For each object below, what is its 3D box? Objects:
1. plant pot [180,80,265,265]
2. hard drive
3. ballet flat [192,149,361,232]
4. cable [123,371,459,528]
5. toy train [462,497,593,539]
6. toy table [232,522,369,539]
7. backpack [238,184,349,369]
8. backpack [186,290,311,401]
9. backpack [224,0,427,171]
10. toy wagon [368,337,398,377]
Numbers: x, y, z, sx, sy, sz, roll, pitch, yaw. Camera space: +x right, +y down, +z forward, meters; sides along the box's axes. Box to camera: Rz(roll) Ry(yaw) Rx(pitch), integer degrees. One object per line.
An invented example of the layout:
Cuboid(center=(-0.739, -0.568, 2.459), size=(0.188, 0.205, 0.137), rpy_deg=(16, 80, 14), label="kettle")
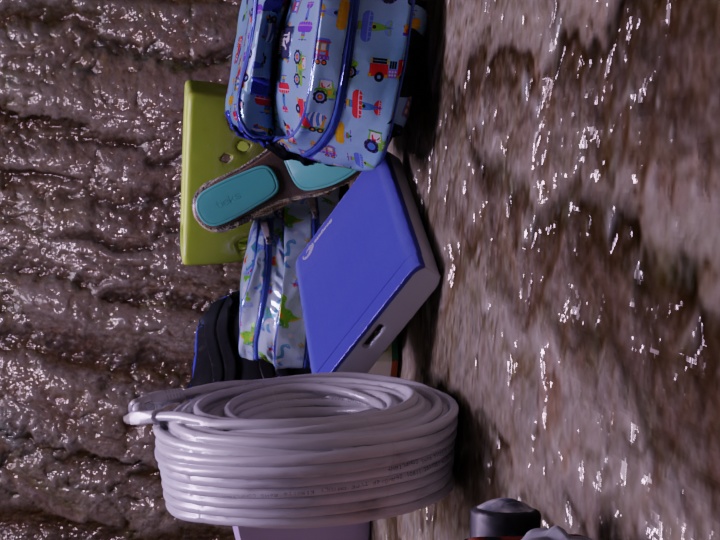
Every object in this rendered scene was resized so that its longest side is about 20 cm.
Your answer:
Cuboid(center=(-0.119, -0.115, 1.496), size=(0.200, 0.180, 0.200), rpy_deg=(-121, 35, -75), label="plant pot")
Cuboid(center=(0.000, 0.000, 1.000), size=(0.132, 0.025, 0.200), rpy_deg=(-52, 23, 20), label="hard drive")
Cuboid(center=(-0.069, -0.094, 1.236), size=(0.068, 0.199, 0.075), rpy_deg=(66, -165, -1), label="ballet flat")
Cuboid(center=(-0.035, 0.116, 0.832), size=(0.200, 0.199, 0.070), rpy_deg=(7, 101, 55), label="cable")
Cuboid(center=(0.070, 0.199, 0.528), size=(0.114, 0.085, 0.201), rpy_deg=(175, 99, -69), label="toy train")
Cuboid(center=(-0.074, 0.212, 1.200), size=(0.117, 0.183, 0.201), rpy_deg=(-174, 84, -68), label="toy table")
Cuboid(center=(-0.061, 0.012, 1.287), size=(0.164, 0.153, 0.200), rpy_deg=(107, 153, -43), label="backpack")
Cuboid(center=(-0.104, 0.128, 1.414), size=(0.168, 0.162, 0.201), rpy_deg=(66, -165, -57), label="backpack")
Cuboid(center=(-0.025, -0.169, 1.002), size=(0.200, 0.134, 0.184), rpy_deg=(-138, 58, -74), label="backpack")
Cuboid(center=(0.006, 0.065, 1.099), size=(0.200, 0.039, 0.156), rpy_deg=(116, 154, -68), label="toy wagon")
